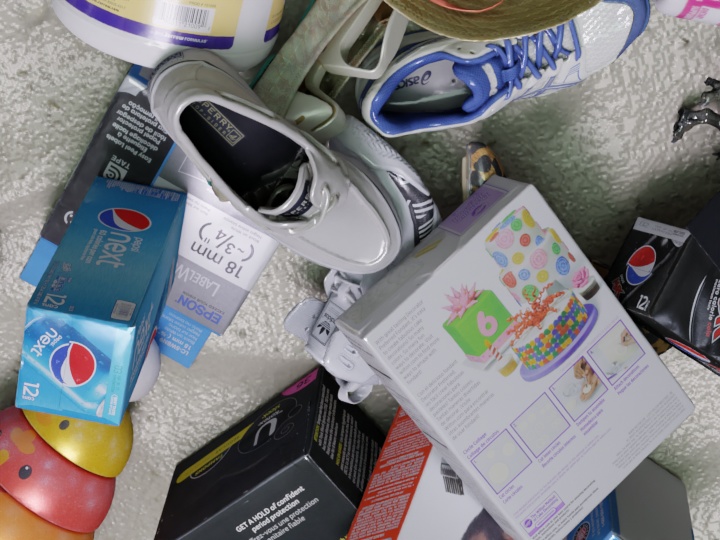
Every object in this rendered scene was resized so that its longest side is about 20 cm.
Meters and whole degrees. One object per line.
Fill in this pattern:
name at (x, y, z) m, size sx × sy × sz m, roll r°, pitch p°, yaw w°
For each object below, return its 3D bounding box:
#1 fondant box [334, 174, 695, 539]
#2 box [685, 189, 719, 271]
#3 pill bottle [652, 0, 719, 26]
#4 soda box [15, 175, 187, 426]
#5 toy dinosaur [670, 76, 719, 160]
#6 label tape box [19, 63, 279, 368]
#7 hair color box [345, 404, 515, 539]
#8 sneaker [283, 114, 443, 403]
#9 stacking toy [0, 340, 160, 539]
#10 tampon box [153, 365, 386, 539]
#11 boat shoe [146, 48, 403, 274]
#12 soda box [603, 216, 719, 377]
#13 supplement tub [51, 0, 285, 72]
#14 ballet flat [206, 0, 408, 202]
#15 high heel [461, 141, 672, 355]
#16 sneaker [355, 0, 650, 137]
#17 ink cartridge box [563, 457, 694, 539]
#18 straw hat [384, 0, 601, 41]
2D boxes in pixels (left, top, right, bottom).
fondant box at (0.101, 0.061, 1.124) m, size 0.144 × 0.058 × 0.200 m, roll -42°, pitch 112°, yaw -8°
box at (0.321, -0.030, 1.109) m, size 0.199 × 0.079 × 0.141 m, roll 18°, pitch 119°, yaw -46°
pill bottle at (0.286, -0.193, 1.066) m, size 0.198 × 0.114 × 0.114 m, roll 11°, pitch 116°, yaw -2°
soda box at (-0.154, 0.013, 1.070) m, size 0.064 × 0.200 × 0.068 m, roll 11°, pitch 114°, yaw -1°
toy dinosaur at (0.254, -0.091, 1.135) m, size 0.088 × 0.048 × 0.200 m, roll 20°, pitch 143°, yaw -1°
label tape box at (-0.135, -0.026, 1.197) m, size 0.144 × 0.063 × 0.201 m, roll 29°, pitch 113°, yaw -10°
hair color box at (0.063, 0.162, 1.192) m, size 0.111 × 0.201 × 0.064 m, roll 43°, pitch 138°, yaw -23°
sneaker at (0.000, 0.000, 1.160) m, size 0.115 × 0.075 × 0.201 m, roll -36°, pitch 129°, yaw -11°
stacking toy at (-0.212, 0.121, 1.250) m, size 0.146 × 0.146 × 0.201 m, roll 34°, pitch 98°, yaw -13°
tampon box at (-0.027, 0.204, 1.264) m, size 0.149 × 0.126 × 0.200 m, roll -34°, pitch 109°, yaw 18°
boat shoe at (-0.044, -0.054, 1.048) m, size 0.072 × 0.066 × 0.200 m, roll -40°, pitch 123°, yaw 9°
soda box at (0.256, 0.041, 1.170) m, size 0.199 × 0.071 × 0.064 m, roll 30°, pitch 87°, yaw -27°
supplement tub at (-0.100, -0.234, 1.051) m, size 0.144 × 0.146 × 0.201 m, roll 14°, pitch 115°, yaw -4°
ballet flat at (-0.023, -0.122, 1.095) m, size 0.062 × 0.067 × 0.201 m, roll 30°, pitch 86°, yaw 23°
high heel at (0.147, -0.017, 1.179) m, size 0.141 × 0.072 × 0.201 m, roll -11°, pitch 127°, yaw 12°
sneaker at (0.093, -0.129, 1.123) m, size 0.199 × 0.088 × 0.076 m, roll -21°, pitch 111°, yaw 11°
ink cartridge box at (0.145, 0.236, 1.260) m, size 0.083 × 0.145 × 0.200 m, roll 33°, pitch 113°, yaw -12°
straw hat at (0.093, -0.208, 1.081) m, size 0.199 × 0.202 × 0.085 m, roll -8°, pitch 156°, yaw 7°
